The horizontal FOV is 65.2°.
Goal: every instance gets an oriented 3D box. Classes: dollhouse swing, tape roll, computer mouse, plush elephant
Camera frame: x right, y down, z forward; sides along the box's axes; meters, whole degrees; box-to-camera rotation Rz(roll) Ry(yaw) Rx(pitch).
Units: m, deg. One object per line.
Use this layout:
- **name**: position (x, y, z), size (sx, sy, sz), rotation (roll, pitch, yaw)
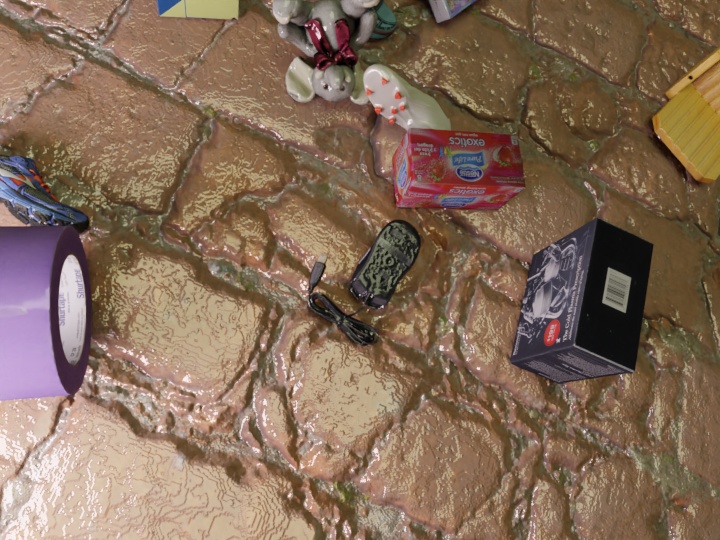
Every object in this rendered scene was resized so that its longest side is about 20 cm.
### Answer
- **dollhouse swing**: position (0.703, -0.305, 1.083), size (0.201, 0.182, 0.175), rotation (50, 49, 3)
- **tape roll**: position (-0.387, 0.049, 0.674), size (0.083, 0.200, 0.205), rotation (-2, 75, -15)
- **computer mouse**: position (0.000, 0.000, 0.874), size (0.138, 0.046, 0.203), rotation (28, 81, -9)
- **plush elephant**: position (-0.047, -0.346, 0.908), size (0.160, 0.200, 0.159), rotation (-9, 99, -3)

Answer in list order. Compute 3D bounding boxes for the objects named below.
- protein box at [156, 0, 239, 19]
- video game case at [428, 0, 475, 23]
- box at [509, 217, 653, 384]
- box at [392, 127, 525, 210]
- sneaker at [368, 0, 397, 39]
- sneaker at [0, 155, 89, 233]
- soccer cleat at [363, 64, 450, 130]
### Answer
- **protein box**: position (-0.260, -0.546, 0.875), size (0.131, 0.199, 0.205), rotation (-4, 75, -15)
- **video game case**: position (0.184, -0.597, 1.048), size (0.199, 0.045, 0.184), rotation (-39, 114, -21)
- **box**: position (0.335, 0.055, 0.870), size (0.102, 0.182, 0.204), rotation (21, 70, -7)
- **box**: position (0.159, -0.163, 0.929), size (0.195, 0.100, 0.098), rotation (0, 74, -15)
- **sneaker**: position (0.004, -0.473, 0.951), size (0.198, 0.094, 0.081), rotation (25, 61, -39)
- **sneaker**: position (-0.460, -0.116, 0.771), size (0.197, 0.075, 0.080), rotation (30, 66, -6)
- **soccer cleat**: position (0.080, -0.277, 0.940), size (0.198, 0.068, 0.079), rotation (35, 54, -32)
